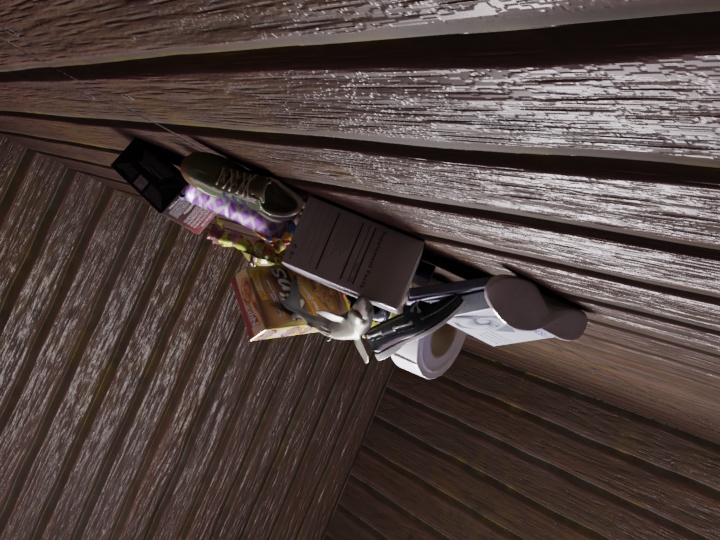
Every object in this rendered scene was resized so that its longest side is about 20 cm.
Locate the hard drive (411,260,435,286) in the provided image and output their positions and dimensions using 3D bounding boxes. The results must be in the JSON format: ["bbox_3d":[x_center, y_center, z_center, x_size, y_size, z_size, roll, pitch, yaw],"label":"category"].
[{"bbox_3d":[0.034,-0.027,1.438,0.199,0.025,0.132,22,-168,7],"label":"hard drive"}]

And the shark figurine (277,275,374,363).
[{"bbox_3d":[-0.032,0.071,1.313,0.214,0.090,0.128,6,131,45],"label":"shark figurine"}]

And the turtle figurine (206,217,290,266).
[{"bbox_3d":[-0.187,-0.040,1.433,0.161,0.065,0.200,21,-171,3],"label":"turtle figurine"}]

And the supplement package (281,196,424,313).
[{"bbox_3d":[-0.009,-0.022,1.312,0.199,0.120,0.121,22,175,5],"label":"supplement package"}]

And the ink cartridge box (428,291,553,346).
[{"bbox_3d":[0.230,0.091,1.447,0.200,0.041,0.199,-13,153,38],"label":"ink cartridge box"}]

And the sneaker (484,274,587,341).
[{"bbox_3d":[0.258,0.055,1.254,0.200,0.075,0.088,25,-173,-30],"label":"sneaker"}]

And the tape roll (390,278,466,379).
[{"bbox_3d":[0.146,0.121,1.661,0.071,0.203,0.202,20,174,33],"label":"tape roll"}]

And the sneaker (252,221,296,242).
[{"bbox_3d":[-0.187,-0.108,1.582,0.200,0.075,0.088,31,-173,30],"label":"sneaker"}]

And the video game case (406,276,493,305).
[{"bbox_3d":[0.153,0.038,1.414,0.142,0.019,0.200,-8,174,1],"label":"video game case"}]

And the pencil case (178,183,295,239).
[{"bbox_3d":[-0.206,-0.125,1.389,0.199,0.084,0.086,22,155,-6],"label":"pencil case"}]

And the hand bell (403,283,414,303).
[{"bbox_3d":[0.000,0.000,1.485,0.200,0.104,0.104,20,178,-44],"label":"hand bell"}]

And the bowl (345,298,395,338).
[{"bbox_3d":[0.048,0.046,1.720,0.200,0.200,0.108,20,132,29],"label":"bowl"}]

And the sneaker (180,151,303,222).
[{"bbox_3d":[-0.176,-0.134,1.258,0.200,0.067,0.090,26,167,-30],"label":"sneaker"}]

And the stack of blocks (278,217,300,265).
[{"bbox_3d":[-0.101,-0.029,1.693,0.058,0.115,0.200,22,175,13],"label":"stack of blocks"}]

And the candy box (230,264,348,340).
[{"bbox_3d":[-0.119,0.051,1.399,0.200,0.116,0.055,-3,156,-46],"label":"candy box"}]

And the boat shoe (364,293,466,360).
[{"bbox_3d":[0.089,0.087,1.373,0.060,0.200,0.076,55,-156,-2],"label":"boat shoe"}]

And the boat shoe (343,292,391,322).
[{"bbox_3d":[0.011,0.056,1.454,0.074,0.062,0.200,3,155,15],"label":"boat shoe"}]

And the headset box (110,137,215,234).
[{"bbox_3d":[-0.372,-0.158,1.565,0.149,0.075,0.200,42,180,16],"label":"headset box"}]
